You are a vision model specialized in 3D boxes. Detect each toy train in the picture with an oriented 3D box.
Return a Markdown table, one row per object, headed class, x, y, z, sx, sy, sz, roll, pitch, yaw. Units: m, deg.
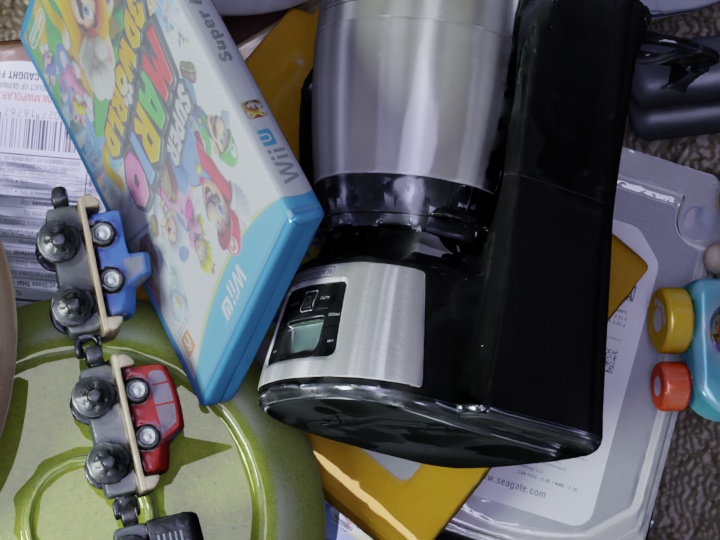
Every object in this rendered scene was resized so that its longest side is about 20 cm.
| class | x | y | z | sx | sy | sz | roll | pitch | yaw |
| --- | --- | --- | --- | --- | --- | --- | --- | --- | --- |
| toy train | -0.095 | 0.060 | 1.214 | 0.046 | 0.034 | 0.200 | -12 | 80 | -9 |
| toy train | 0.222 | 0.009 | 1.336 | 0.150 | 0.056 | 0.200 | 40 | 72 | -3 |

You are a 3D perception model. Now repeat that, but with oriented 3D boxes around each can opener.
| class | x | y | z | sx | sy | sz | roll | pitch | yaw |
| --- | --- | --- | --- | --- | --- | --- | --- | --- | --- |
| can opener | 0.222 | -0.108 | 1.380 | 0.200 | 0.053 | 0.067 | -7 | 57 | 2 |

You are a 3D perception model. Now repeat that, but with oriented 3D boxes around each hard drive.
| class | x | y | z | sx | sy | sz | roll | pitch | yaw |
| --- | --- | --- | --- | --- | --- | --- | --- | --- | --- |
| hard drive | 0.082 | 0.034 | 1.351 | 0.140 | 0.038 | 0.200 | 18 | 74 | -4 |

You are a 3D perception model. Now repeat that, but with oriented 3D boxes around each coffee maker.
| class | x | y | z | sx | sy | sz | roll | pitch | yaw |
| --- | --- | --- | --- | --- | --- | --- | --- | --- | --- |
| coffee maker | 0.059 | -0.020 | 1.237 | 0.192 | 0.135 | 0.200 | 8 | 79 | -10 |

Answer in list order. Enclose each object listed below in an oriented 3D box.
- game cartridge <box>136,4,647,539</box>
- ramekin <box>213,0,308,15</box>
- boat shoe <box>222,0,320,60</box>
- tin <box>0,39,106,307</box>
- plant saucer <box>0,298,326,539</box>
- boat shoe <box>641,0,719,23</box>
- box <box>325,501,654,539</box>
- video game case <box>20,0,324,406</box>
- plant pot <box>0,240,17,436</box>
| class | x | y | z | sx | sy | sz | roll | pitch | yaw |
| --- | --- | --- | --- | --- | --- | --- | --- | --- | --- |
| game cartridge | 0.000 | 0.000 | 1.305 | 0.200 | 0.032 | 0.176 | 40 | 75 | -3 |
| ramekin | -0.069 | -0.206 | 1.310 | 0.200 | 0.201 | 0.098 | 26 | 134 | 1 |
| boat shoe | -0.093 | -0.108 | 1.370 | 0.200 | 0.072 | 0.072 | -27 | 90 | 7 |
| tin | -0.156 | -0.005 | 1.324 | 0.112 | 0.042 | 0.200 | 5 | 90 | 6 |
| plant saucer | -0.113 | 0.107 | 1.237 | 0.200 | 0.031 | 0.200 | 1 | 80 | -3 |
| boat shoe | 0.090 | -0.133 | 1.369 | 0.200 | 0.062 | 0.072 | -8 | 57 | -14 |
| box | 0.017 | 0.114 | 1.378 | 0.200 | 0.040 | 0.137 | 36 | 89 | 1 |
| video game case | -0.082 | -0.063 | 1.213 | 0.018 | 0.143 | 0.200 | -15 | 63 | -28 |
| plant pot | -0.245 | 0.035 | 1.220 | 0.201 | 0.093 | 0.201 | -10 | 73 | 33 |
